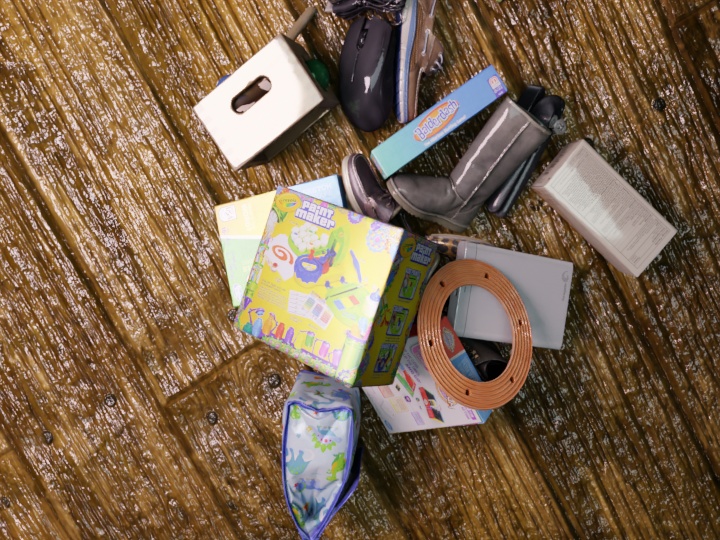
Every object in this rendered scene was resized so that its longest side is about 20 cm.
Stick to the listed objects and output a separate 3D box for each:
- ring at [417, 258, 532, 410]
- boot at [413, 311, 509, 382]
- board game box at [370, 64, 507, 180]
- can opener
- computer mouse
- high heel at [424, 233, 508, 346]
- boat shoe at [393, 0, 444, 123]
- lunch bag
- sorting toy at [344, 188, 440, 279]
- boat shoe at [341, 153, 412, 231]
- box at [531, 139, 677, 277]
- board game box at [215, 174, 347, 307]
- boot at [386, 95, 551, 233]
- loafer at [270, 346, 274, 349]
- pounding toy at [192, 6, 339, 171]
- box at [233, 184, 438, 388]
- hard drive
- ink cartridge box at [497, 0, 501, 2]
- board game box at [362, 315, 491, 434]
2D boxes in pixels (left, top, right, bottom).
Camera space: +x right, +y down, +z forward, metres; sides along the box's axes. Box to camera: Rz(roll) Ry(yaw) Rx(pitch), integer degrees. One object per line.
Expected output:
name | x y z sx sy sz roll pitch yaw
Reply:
ring | 0.156 0.086 0.915 0.195 0.019 0.207 9 71 -28
boot | 0.133 0.114 0.993 0.194 0.138 0.080 11 99 -9
board game box | 0.104 -0.206 0.963 0.198 0.152 0.046 -36 95 3
can opener | 0.251 -0.176 1.022 0.062 0.078 0.205 14 102 -41
computer mouse | 0.001 -0.307 0.977 0.136 0.052 0.207 10 106 36
high heel | 0.175 0.029 1.027 0.194 0.071 0.147 15 90 -11
boat shoe | 0.087 -0.322 0.990 0.070 0.072 0.207 1 100 -8
lunch bag | -0.058 0.274 1.006 0.123 0.170 0.207 7 96 2
sorting toy | 0.000 0.000 1.042 0.197 0.036 0.188 33 95 -4
boat shoe | 0.038 -0.082 0.980 0.064 0.071 0.205 -21 95 38
box | 0.366 -0.094 1.014 0.200 0.078 0.095 43 94 -5
board game box | -0.108 -0.042 1.002 0.194 0.040 0.158 -13 88 10
boot | 0.154 -0.157 0.953 0.178 0.074 0.201 13 132 -38
loafer | -0.052 0.080 1.020 0.195 0.072 0.065 -9 89 23
pounding toy | -0.120 -0.265 0.952 0.198 0.184 0.144 -35 96 12
box | -0.032 0.019 0.869 0.196 0.121 0.198 22 94 29
hard drive | 0.224 0.040 0.994 0.195 0.027 0.136 9 90 -24
ink cartridge box | 0.175 -0.468 0.909 0.146 0.200 0.077 36 95 -4
board game box | 0.081 0.161 0.991 0.198 0.040 0.156 -20 104 46
